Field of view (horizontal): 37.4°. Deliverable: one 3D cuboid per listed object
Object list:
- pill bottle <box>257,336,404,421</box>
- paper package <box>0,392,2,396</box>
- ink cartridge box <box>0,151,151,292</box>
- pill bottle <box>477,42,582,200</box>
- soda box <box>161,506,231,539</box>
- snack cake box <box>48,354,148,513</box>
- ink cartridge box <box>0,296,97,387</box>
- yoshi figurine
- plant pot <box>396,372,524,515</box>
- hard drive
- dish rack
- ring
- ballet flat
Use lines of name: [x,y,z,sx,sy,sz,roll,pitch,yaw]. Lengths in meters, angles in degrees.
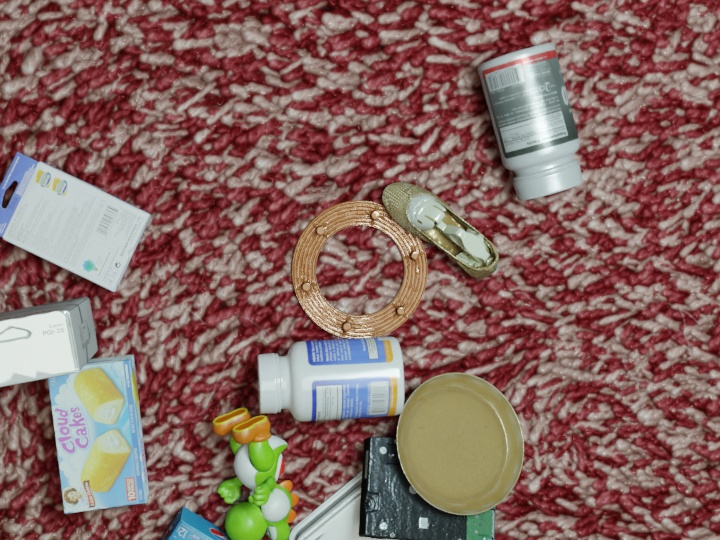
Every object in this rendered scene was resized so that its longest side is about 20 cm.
pill bottle: [-0.043,0.153,1.489,0.198,0.112,0.113,-2,94,-7]
paper package: [-0.626,0.166,1.419,0.200,0.103,0.191,-40,96,-3]
ink cartridge box: [-0.403,-0.067,1.465,0.199,0.042,0.120,26,90,-11]
pill bottle: [0.244,-0.209,1.503,0.113,0.114,0.201,-17,96,-6]
soda box: [-0.186,0.420,1.509,0.199,0.068,0.064,34,90,-8]
snack cake box: [-0.362,0.225,1.474,0.114,0.067,0.202,-7,94,-8]
ink cartridge box: [-0.432,0.093,1.389,0.145,0.200,0.083,-10,95,-6]
yoshi figurine: [-0.158,0.304,1.489,0.111,0.112,0.201,-10,107,13]
plant pot: [0.140,0.248,1.523,0.199,0.027,0.202,6,73,-19]
hard drive: [0.098,0.317,1.521,0.199,0.038,0.141,8,72,-17]
dish rack: [0.014,0.396,1.547,0.200,0.044,0.172,-38,98,-3]
ring: [0.000,0.000,1.532,0.199,0.019,0.202,-1,94,-8]
ballet flat: [0.121,-0.063,1.519,0.199,0.065,0.071,34,78,-9]
